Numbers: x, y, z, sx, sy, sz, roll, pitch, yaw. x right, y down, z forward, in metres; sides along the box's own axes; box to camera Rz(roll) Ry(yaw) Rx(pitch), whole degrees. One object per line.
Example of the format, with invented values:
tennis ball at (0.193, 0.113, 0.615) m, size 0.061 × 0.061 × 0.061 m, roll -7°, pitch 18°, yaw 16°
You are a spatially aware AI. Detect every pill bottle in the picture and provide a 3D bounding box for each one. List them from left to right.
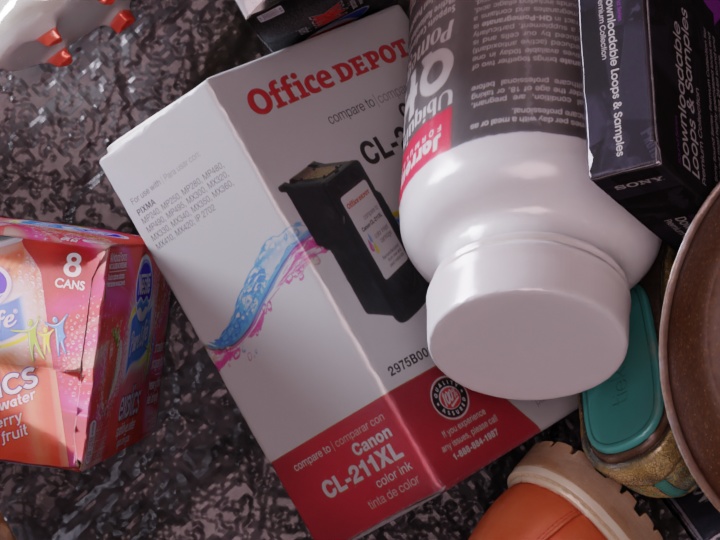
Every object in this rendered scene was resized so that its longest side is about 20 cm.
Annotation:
pill bottle at (0.072, -0.050, 1.180) m, size 0.110 × 0.111 × 0.201 m, roll 1°, pitch 54°, yaw 3°

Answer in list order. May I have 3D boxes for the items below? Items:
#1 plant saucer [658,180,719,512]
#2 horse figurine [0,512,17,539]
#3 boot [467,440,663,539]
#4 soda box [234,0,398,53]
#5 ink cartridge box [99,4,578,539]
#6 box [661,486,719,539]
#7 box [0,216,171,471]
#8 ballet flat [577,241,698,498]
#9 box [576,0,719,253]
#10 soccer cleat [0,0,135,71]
plant saucer at (0.211, 0.024, 1.111) m, size 0.200 × 0.037 × 0.201 m, roll -2°, pitch 100°, yaw -9°
horse figurine at (-0.148, 0.146, 1.171) m, size 0.050 × 0.133 × 0.200 m, roll -36°, pitch 88°, yaw -13°
boot at (0.110, 0.182, 1.217) m, size 0.200 × 0.075 × 0.107 m, roll 48°, pitch 62°, yaw -12°
soda box at (-0.030, -0.140, 1.212) m, size 0.063 × 0.200 × 0.071 m, roll -30°, pitch 87°, yaw 1°
ink cartridge box at (0.000, 0.000, 1.227) m, size 0.083 × 0.146 × 0.200 m, roll -32°, pitch 86°, yaw 41°
box at (0.267, 0.126, 1.213) m, size 0.200 × 0.117 × 0.197 m, roll -34°, pitch 99°, yaw 1°
box at (-0.145, 0.027, 1.214) m, size 0.099 × 0.200 × 0.096 m, roll 8°, pitch 92°, yaw 4°
ballet flat at (0.124, 0.011, 1.229) m, size 0.070 × 0.071 × 0.201 m, roll -3°, pitch 55°, yaw 3°
box at (0.145, -0.069, 1.168) m, size 0.036 × 0.200 × 0.143 m, roll -13°, pitch 64°, yaw 25°
soccer cleat at (-0.106, -0.174, 1.289) m, size 0.078 × 0.069 × 0.200 m, roll 44°, pitch 84°, yaw 8°
